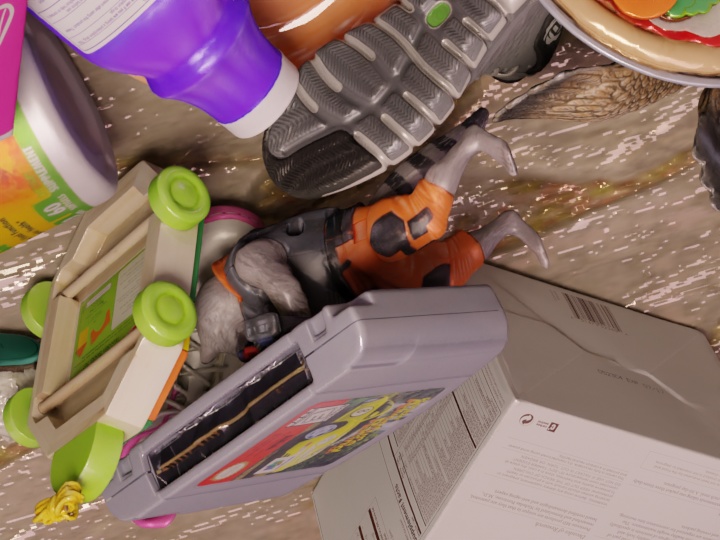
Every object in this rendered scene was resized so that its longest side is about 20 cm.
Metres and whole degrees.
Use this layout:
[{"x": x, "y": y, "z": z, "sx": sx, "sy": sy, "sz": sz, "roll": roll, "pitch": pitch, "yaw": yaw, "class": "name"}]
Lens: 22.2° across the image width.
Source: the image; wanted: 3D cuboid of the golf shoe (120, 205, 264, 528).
[{"x": -0.096, "y": 0.060, "z": 1.048, "sx": 0.075, "sy": 0.092, "sz": 0.201, "roll": 12, "pitch": 119, "yaw": -20, "class": "golf shoe"}]

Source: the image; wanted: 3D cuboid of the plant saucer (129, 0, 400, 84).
[{"x": -0.062, "y": -0.181, "z": 0.920, "sx": 0.199, "sy": 0.038, "sz": 0.201, "roll": -7, "pitch": 127, "yaw": -9, "class": "plant saucer"}]

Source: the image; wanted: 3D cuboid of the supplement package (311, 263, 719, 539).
[{"x": 0.105, "y": 0.130, "z": 1.108, "sx": 0.190, "sy": 0.147, "sz": 0.201, "roll": 18, "pitch": 119, "yaw": -24, "class": "supplement package"}]

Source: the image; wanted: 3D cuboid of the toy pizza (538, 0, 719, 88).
[{"x": 0.161, "y": -0.182, "z": 0.885, "sx": 0.199, "sy": 0.201, "sz": 0.032, "roll": -2, "pitch": 160, "yaw": -12, "class": "toy pizza"}]

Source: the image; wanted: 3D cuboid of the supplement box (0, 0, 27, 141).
[{"x": -0.253, "y": -0.126, "z": 0.807, "sx": 0.103, "sy": 0.199, "sz": 0.102, "roll": -33, "pitch": 145, "yaw": -49, "class": "supplement box"}]

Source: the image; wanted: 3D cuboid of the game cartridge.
[{"x": -0.024, "y": 0.069, "z": 0.927, "sx": 0.200, "sy": 0.041, "sz": 0.133, "roll": -37, "pitch": 162, "yaw": 36, "class": "game cartridge"}]

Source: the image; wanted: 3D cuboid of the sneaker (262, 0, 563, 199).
[{"x": 0.045, "y": -0.102, "z": 0.955, "sx": 0.200, "sy": 0.075, "sz": 0.115, "roll": -43, "pitch": 157, "yaw": 8, "class": "sneaker"}]

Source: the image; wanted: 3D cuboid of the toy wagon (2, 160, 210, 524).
[{"x": -0.133, "y": 0.042, "z": 0.954, "sx": 0.039, "sy": 0.201, "sz": 0.155, "roll": 23, "pitch": 143, "yaw": -28, "class": "toy wagon"}]

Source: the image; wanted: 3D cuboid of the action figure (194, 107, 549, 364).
[{"x": 0.000, "y": 0.000, "z": 0.988, "sx": 0.193, "sy": 0.105, "sz": 0.200, "roll": -22, "pitch": 164, "yaw": 4, "class": "action figure"}]

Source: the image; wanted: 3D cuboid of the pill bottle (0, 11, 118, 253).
[{"x": -0.233, "y": -0.044, "z": 0.928, "sx": 0.199, "sy": 0.111, "sz": 0.111, "roll": -26, "pitch": 126, "yaw": 5, "class": "pill bottle"}]

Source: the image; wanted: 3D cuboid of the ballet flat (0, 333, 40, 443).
[{"x": -0.270, "y": 0.065, "z": 1.017, "sx": 0.199, "sy": 0.072, "sz": 0.072, "roll": 7, "pitch": 123, "yaw": -16, "class": "ballet flat"}]

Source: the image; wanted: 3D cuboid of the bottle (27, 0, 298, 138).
[{"x": -0.111, "y": -0.139, "z": 0.873, "sx": 0.083, "sy": 0.065, "sz": 0.200, "roll": -38, "pitch": 124, "yaw": 20, "class": "bottle"}]

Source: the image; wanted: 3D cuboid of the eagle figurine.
[{"x": 0.178, "y": -0.107, "z": 0.943, "sx": 0.151, "sy": 0.152, "sz": 0.200, "roll": 40, "pitch": 71, "yaw": -16, "class": "eagle figurine"}]
